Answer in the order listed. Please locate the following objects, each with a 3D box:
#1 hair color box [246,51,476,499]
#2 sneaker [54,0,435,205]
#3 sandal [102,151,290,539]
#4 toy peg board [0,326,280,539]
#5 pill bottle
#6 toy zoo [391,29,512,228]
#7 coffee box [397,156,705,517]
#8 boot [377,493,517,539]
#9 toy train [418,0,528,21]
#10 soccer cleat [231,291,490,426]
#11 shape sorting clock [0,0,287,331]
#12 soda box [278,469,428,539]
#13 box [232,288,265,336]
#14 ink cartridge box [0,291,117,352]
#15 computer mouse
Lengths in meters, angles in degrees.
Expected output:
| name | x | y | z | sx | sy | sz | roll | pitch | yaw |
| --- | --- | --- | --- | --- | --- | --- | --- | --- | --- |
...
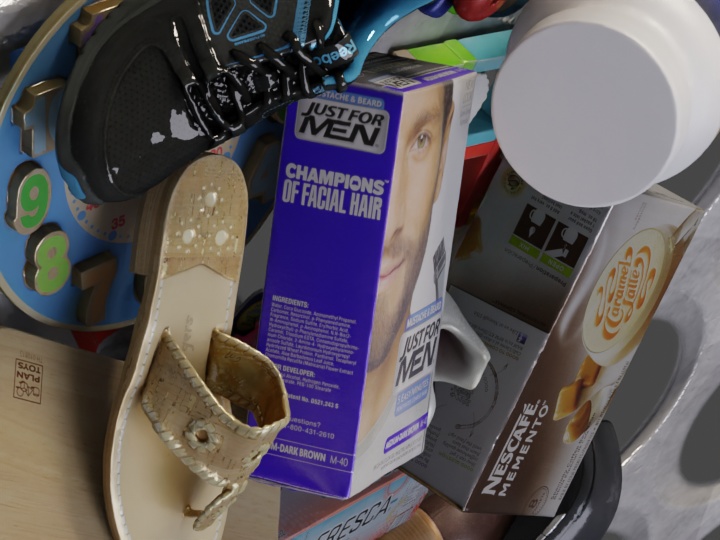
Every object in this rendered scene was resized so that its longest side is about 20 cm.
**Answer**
| name | x | y | z | sx | sy | sz | roll | pitch | yaw |
| --- | --- | --- | --- | --- | --- | --- | --- | --- | --- |
| hair color box | 0.000 | 0.000 | 1.388 | 0.109 | 0.065 | 0.200 | -24 | 123 | -67 |
| sneaker | -0.050 | -0.098 | 1.249 | 0.200 | 0.082 | 0.073 | -44 | 135 | -22 |
| sandal | -0.065 | 0.054 | 1.297 | 0.078 | 0.070 | 0.212 | -8 | 106 | -44 |
| toy peg board | -0.142 | 0.149 | 1.361 | 0.098 | 0.200 | 0.200 | -11 | 160 | 38 |
| pill bottle | 0.138 | -0.108 | 1.440 | 0.116 | 0.116 | 0.200 | -60 | 174 | 29 |
| toy zoo | 0.070 | -0.077 | 1.565 | 0.200 | 0.020 | 0.131 | -14 | 140 | -43 |
| coffee box | 0.098 | 0.033 | 1.603 | 0.114 | 0.080 | 0.200 | 13 | 105 | -57 |
| boot | 0.073 | 0.210 | 1.910 | 0.166 | 0.072 | 0.200 | -31 | 146 | -19 |
| toy train | 0.095 | -0.206 | 1.367 | 0.200 | 0.085 | 0.116 | -50 | 162 | 11 |
| soccer cleat | -0.012 | 0.059 | 1.495 | 0.200 | 0.086 | 0.070 | -27 | 153 | -39 |
| shape sorting clock | -0.094 | -0.060 | 1.317 | 0.200 | 0.039 | 0.200 | -25 | 130 | -34 |
| soda box | -0.032 | 0.129 | 1.630 | 0.200 | 0.068 | 0.064 | -24 | 148 | -54 |
| box | -0.102 | 0.080 | 1.531 | 0.200 | 0.032 | 0.121 | -48 | 159 | 11 |
| ink cartridge box | -0.159 | 0.034 | 1.388 | 0.200 | 0.050 | 0.162 | -35 | 152 | -10 |
| computer mouse | 0.130 | 0.196 | 1.886 | 0.200 | 0.046 | 0.140 | -56 | 153 | 2 |
